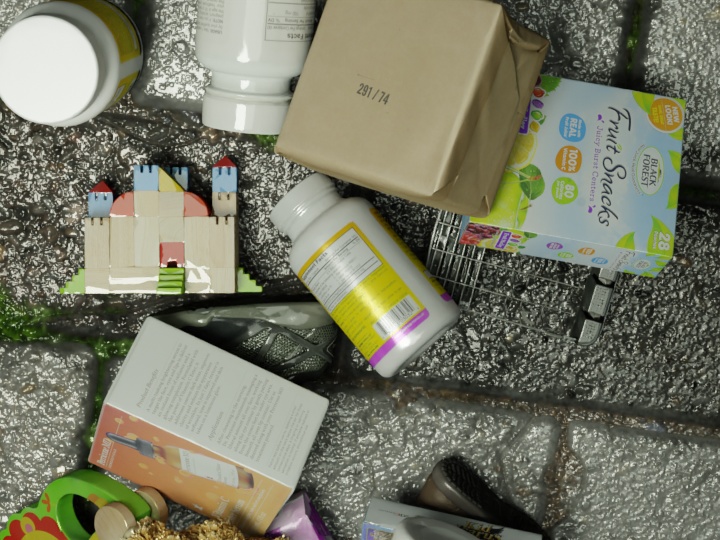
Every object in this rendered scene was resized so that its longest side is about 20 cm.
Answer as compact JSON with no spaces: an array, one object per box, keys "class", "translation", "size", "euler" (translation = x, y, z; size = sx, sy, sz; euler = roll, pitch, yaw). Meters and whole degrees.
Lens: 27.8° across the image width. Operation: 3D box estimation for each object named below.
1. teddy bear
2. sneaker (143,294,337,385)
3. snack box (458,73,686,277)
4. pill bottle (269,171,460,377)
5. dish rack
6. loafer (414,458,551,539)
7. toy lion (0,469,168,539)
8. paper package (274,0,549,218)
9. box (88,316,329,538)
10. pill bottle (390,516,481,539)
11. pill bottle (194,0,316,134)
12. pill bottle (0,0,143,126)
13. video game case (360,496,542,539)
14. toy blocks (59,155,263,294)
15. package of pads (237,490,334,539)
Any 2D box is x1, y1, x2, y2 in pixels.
[{"class":"teddy bear","translation":[-0.157,0.296,1.423],"size":[0.199,0.067,0.145],"euler":[29,107,-36]},{"class":"sneaker","translation":[-0.122,0.085,1.490],"size":[0.198,0.076,0.115],"euler":[0,97,-5]},{"class":"snack box","translation":[0.206,-0.096,1.412],"size":[0.199,0.068,0.170],"euler":[9,71,-3]},{"class":"pill bottle","translation":[0.000,0.000,1.442],"size":[0.104,0.104,0.200],"euler":[-41,82,9]},{"class":"dish rack","translation":[0.169,-0.014,1.476],"size":[0.199,0.055,0.154],"euler":[15,101,-1]},{"class":"loafer","translation":[0.136,0.283,1.541],"size":[0.200,0.073,0.071],"euler":[44,115,-6]},{"class":"toy lion","translation":[-0.298,0.296,1.513],"size":[0.191,0.069,0.201],"euler":[20,114,28]},{"class":"paper package","translation":[0.046,-0.165,1.357],"size":[0.199,0.103,0.192],"euler":[20,91,36]},{"class":"box","translation":[-0.154,0.160,1.452],"size":[0.199,0.152,0.107],"euler":[25,57,-2]},{"class":"pill bottle","translation":[0.052,0.352,1.401],"size":[0.119,0.120,0.201],"euler":[23,101,-4]},{"class":"pill bottle","translation":[-0.101,-0.237,1.397],"size":[0.114,0.114,0.201],"euler":[5,103,0]},{"class":"pill bottle","translation":[-0.273,-0.197,1.364],"size":[0.113,0.200,0.115],"euler":[0,103,1]},{"class":"video game case","translation":[0.084,0.339,1.516],"size":[0.180,0.046,0.201],"euler":[11,124,6]},{"class":"toy blocks","translation":[-0.199,-0.046,1.462],"size":[0.198,0.100,0.138],"euler":[-1,91,0]},{"class":"package of pads","translation":[-0.119,0.327,1.545],"size":[0.199,0.076,0.121],"euler":[-25,104,6]}]
